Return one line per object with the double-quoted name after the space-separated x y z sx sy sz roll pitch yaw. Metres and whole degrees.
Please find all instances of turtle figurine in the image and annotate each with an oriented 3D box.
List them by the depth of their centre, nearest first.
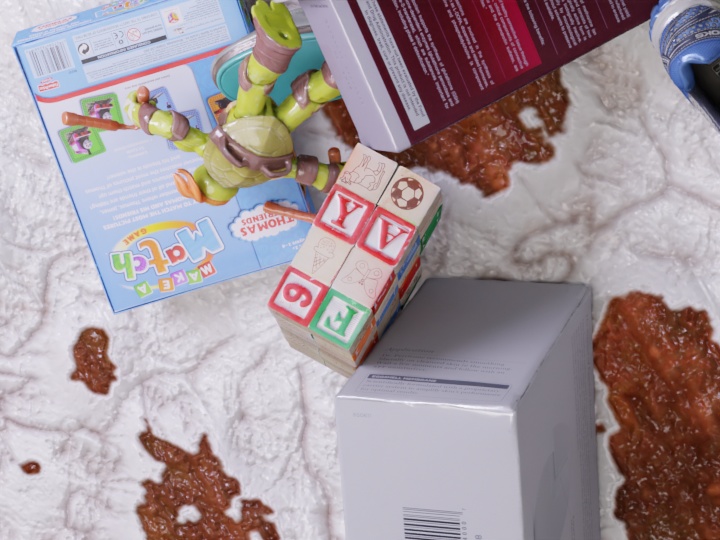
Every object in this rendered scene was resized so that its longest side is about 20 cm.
-0.074 -0.093 1.696 0.200 0.064 0.161 22 128 -18 "turtle figurine"

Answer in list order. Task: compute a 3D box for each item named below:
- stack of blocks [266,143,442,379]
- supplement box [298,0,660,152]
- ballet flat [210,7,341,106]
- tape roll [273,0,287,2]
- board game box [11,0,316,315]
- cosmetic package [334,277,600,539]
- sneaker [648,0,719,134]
0.000 0.000 1.720 0.058 0.200 0.115 28 83 6 "stack of blocks"
0.074 -0.163 1.643 0.200 0.061 0.109 -28 104 -15 "supplement box"
0.003 -0.151 1.730 0.199 0.064 0.067 -11 133 13 "ballet flat"
0.025 -0.224 1.620 0.203 0.203 0.037 -26 102 25 "tape roll"
-0.124 -0.084 1.785 0.151 0.037 0.200 -16 112 5 "board game box"
0.074 0.134 1.749 0.123 0.200 0.200 4 112 19 "cosmetic package"
0.254 -0.088 1.647 0.200 0.085 0.077 33 119 -18 "sneaker"
